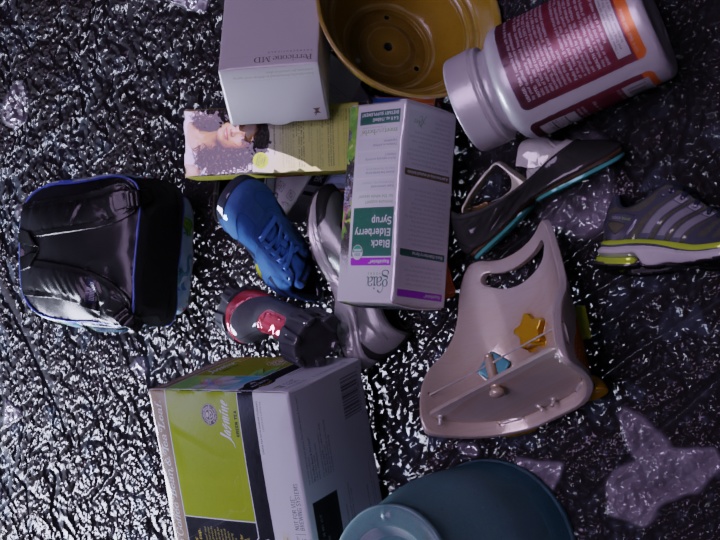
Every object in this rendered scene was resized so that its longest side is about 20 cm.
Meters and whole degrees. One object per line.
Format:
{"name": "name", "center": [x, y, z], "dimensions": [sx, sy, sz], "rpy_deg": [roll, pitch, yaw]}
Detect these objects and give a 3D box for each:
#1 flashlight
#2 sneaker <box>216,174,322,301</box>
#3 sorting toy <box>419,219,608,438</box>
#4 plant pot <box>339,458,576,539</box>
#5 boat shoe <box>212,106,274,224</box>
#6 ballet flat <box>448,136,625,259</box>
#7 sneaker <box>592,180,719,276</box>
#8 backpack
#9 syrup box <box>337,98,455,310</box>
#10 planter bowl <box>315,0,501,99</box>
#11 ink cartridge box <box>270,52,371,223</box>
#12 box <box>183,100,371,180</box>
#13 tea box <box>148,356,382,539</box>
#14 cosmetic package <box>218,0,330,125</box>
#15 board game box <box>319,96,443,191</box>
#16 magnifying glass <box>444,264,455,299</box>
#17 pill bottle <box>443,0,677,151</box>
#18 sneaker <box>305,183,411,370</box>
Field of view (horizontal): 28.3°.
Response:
{"name": "flashlight", "center": [-0.093, 0.062, 1.528], "dimensions": [0.200, 0.067, 0.068], "rpy_deg": [22, 119, 62]}
{"name": "sneaker", "center": [-0.087, -0.030, 1.511], "dimensions": [0.078, 0.200, 0.066], "rpy_deg": [33, 75, 31]}
{"name": "sorting toy", "center": [0.153, 0.051, 1.383], "dimensions": [0.199, 0.106, 0.182], "rpy_deg": [-33, 51, 44]}
{"name": "plant pot", "center": [0.077, 0.284, 1.355], "dimensions": [0.199, 0.187, 0.202], "rpy_deg": [-4, 84, 36]}
{"name": "boat shoe", "center": [-0.125, -0.142, 1.554], "dimensions": [0.068, 0.056, 0.202], "rpy_deg": [1, 87, 37]}
{"name": "ballet flat", "center": [0.162, -0.086, 1.393], "dimensions": [0.199, 0.068, 0.069], "rpy_deg": [-36, 87, 28]}
{"name": "sneaker", "center": [0.302, -0.042, 1.293], "dimensions": [0.198, 0.074, 0.082], "rpy_deg": [-4, 80, 34]}
{"name": "backpack", "center": [-0.298, -0.017, 1.682], "dimensions": [0.198, 0.146, 0.185], "rpy_deg": [0, 87, 32]}
{"name": "syrup box", "center": [0.036, -0.062, 1.428], "dimensions": [0.078, 0.081, 0.202], "rpy_deg": [0, 83, 45]}
{"name": "planter bowl", "center": [0.039, -0.248, 1.468], "dimensions": [0.084, 0.198, 0.202], "rpy_deg": [128, 128, -62]}
{"name": "ink cartridge box", "center": [-0.055, -0.162, 1.562], "dimensions": [0.099, 0.039, 0.201], "rpy_deg": [43, 112, 32]}
{"name": "box", "center": [-0.084, -0.134, 1.495], "dimensions": [0.198, 0.050, 0.076], "rpy_deg": [-3, 88, 7]}
{"name": "tea box", "center": [-0.096, 0.203, 1.493], "dimensions": [0.195, 0.133, 0.202], "rpy_deg": [-1, 102, 35]}
{"name": "cosmetic package", "center": [-0.085, -0.252, 1.483], "dimensions": [0.106, 0.085, 0.201], "rpy_deg": [-5, 51, 4]}
{"name": "board game box", "center": [-0.002, -0.137, 1.555], "dimensions": [0.198, 0.019, 0.104], "rpy_deg": [7, 90, 37]}
{"name": "magnifying glass", "center": [0.060, -0.065, 1.476], "dimensions": [0.079, 0.022, 0.202], "rpy_deg": [-27, 71, 32]}
{"name": "pill bottle", "center": [0.186, -0.195, 1.344], "dimensions": [0.199, 0.114, 0.115], "rpy_deg": [-23, 72, 20]}
{"name": "sneaker", "center": [0.000, 0.000, 1.516], "dimensions": [0.079, 0.074, 0.202], "rpy_deg": [-23, 79, 23]}
